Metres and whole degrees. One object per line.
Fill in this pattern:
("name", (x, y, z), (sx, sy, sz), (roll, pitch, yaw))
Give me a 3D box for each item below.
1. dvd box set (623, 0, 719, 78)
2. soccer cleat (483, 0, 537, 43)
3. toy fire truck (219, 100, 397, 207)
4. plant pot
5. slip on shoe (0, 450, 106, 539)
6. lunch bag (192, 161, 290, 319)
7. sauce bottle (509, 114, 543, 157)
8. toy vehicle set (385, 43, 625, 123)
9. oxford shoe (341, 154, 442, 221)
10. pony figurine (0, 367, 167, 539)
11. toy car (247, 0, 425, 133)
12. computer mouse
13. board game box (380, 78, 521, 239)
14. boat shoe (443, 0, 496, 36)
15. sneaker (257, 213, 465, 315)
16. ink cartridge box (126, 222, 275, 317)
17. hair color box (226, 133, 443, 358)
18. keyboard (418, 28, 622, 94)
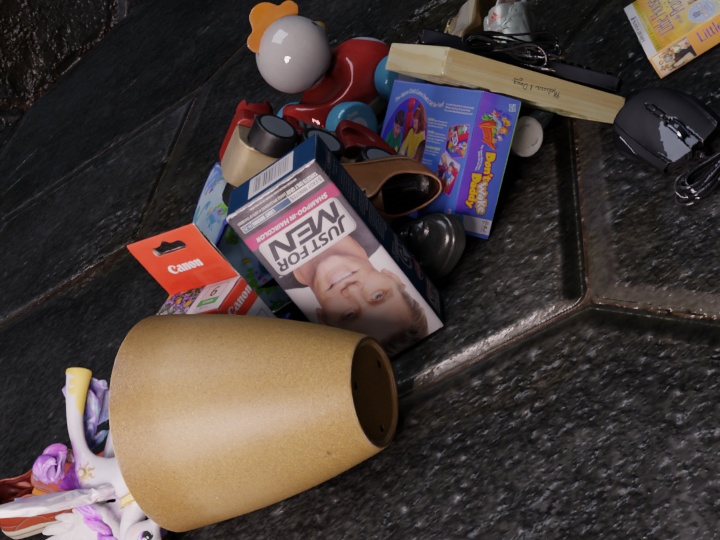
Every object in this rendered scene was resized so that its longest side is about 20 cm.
("dvd box set", (0.362, -0.279, 1.365), (0.199, 0.029, 0.147), (-31, 25, 17))
("soccer cleat", (0.162, -0.250, 1.537), (0.069, 0.078, 0.201), (-16, 30, 18))
("toy fire truck", (-0.065, -0.120, 1.439), (0.201, 0.175, 0.129), (-104, 34, -53))
("plant pot", (-0.075, 0.115, 1.163), (0.199, 0.187, 0.187), (-10, 34, 24))
("slip on shoe", (-0.309, 0.221, 1.430), (0.199, 0.061, 0.074), (-24, 26, 29))
("lunch bag", (-0.133, 0.016, 1.459), (0.201, 0.127, 0.170), (-64, 17, 18))
("sauce bottle", (0.121, -0.147, 1.443), (0.065, 0.065, 0.200), (-45, 23, -13))
("toy vehicle set", (0.139, -0.180, 1.336), (0.124, 0.199, 0.027), (25, 102, 65))
("oxford shoe", (-0.016, -0.066, 1.290), (0.199, 0.072, 0.071), (-19, 18, -20))
("pony figurine", (-0.234, 0.190, 1.249), (0.192, 0.166, 0.202), (-6, 68, 25))
("toy car", (-0.055, -0.264, 1.737), (0.177, 0.200, 0.184), (-46, 25, -15))
("computer mouse", (0.291, -0.140, 1.203), (0.140, 0.046, 0.200), (-38, 23, 6))
("board game box", (0.078, -0.116, 1.390), (0.200, 0.044, 0.136), (25, 102, 64))
("boat shoe", (0.126, -0.252, 1.626), (0.069, 0.074, 0.201), (-38, 20, 33))
("sneaker", (-0.001, -0.003, 1.312), (0.199, 0.104, 0.060), (-26, 71, 44))
("ink cartridge box", (-0.136, 0.054, 1.294), (0.109, 0.200, 0.050), (-15, 33, 43))
("hair color box", (-0.020, -0.010, 1.238), (0.100, 0.200, 0.061), (-32, 24, 16))
("keyboard", (0.156, -0.209, 1.317), (0.104, 0.198, 0.040), (-103, 25, -85))
